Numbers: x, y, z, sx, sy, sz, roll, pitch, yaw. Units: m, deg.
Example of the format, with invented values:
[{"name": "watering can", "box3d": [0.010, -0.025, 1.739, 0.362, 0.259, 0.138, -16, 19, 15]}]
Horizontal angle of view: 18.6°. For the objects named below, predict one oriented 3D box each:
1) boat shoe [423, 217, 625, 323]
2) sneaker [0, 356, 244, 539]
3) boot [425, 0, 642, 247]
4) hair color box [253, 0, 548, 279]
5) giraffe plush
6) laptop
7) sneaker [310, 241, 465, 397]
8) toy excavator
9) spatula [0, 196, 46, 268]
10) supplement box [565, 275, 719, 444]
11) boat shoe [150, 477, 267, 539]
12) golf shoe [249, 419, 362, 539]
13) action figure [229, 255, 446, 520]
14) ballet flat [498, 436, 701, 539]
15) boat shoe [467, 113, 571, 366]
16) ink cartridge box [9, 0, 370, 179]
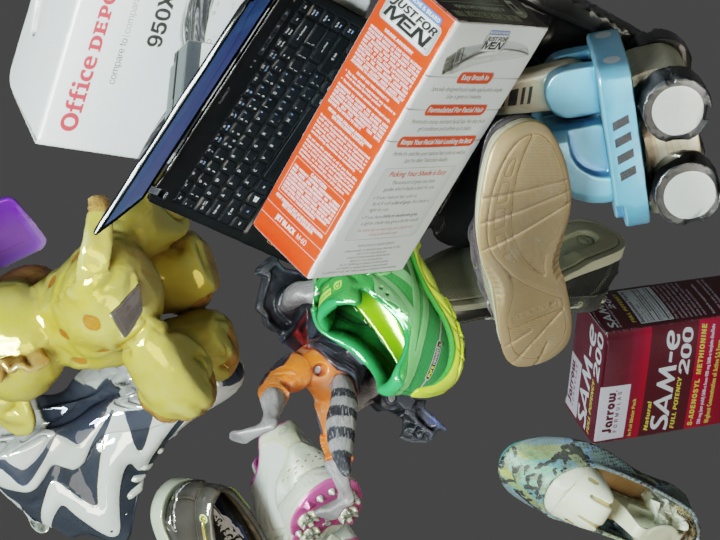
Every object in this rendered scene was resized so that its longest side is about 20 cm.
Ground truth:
[{"name": "boat shoe", "box3d": [0.114, 0.015, 1.637, 0.199, 0.072, 0.068, -13, 132, -37]}, {"name": "sneaker", "box3d": [-0.169, 0.133, 1.614, 0.198, 0.080, 0.130, -25, 132, -11]}, {"name": "boot", "box3d": [0.118, -0.101, 1.586, 0.164, 0.066, 0.201, 24, 104, -20]}, {"name": "hair color box", "box3d": [0.025, -0.094, 1.427, 0.111, 0.064, 0.201, -5, 133, -54]}, {"name": "giraffe plush", "box3d": [-0.197, 0.037, 1.502, 0.161, 0.200, 0.174, -18, 88, 19]}, {"name": "laptop", "box3d": [-0.057, -0.084, 1.401, 0.199, 0.103, 0.178, 24, 110, -35]}, {"name": "sneaker", "box3d": [0.000, 0.000, 1.532, 0.083, 0.201, 0.074, -14, 155, -46]}, {"name": "toy excavator", "box3d": [0.134, -0.115, 1.506, 0.199, 0.100, 0.196, -11, 116, 3]}, {"name": "spatula", "box3d": [-0.276, -0.073, 1.474, 0.056, 0.021, 0.201, -26, 126, 1]}, {"name": "supplement box", "box3d": [0.269, 0.066, 1.759, 0.199, 0.061, 0.109, -8, 123, -17]}, {"name": "boat shoe", "box3d": [-0.086, 0.242, 1.653, 0.072, 0.060, 0.202, -49, 121, -37]}, {"name": "golf shoe", "box3d": [-0.048, 0.191, 1.707, 0.075, 0.092, 0.201, -23, 150, -25]}, {"name": "action figure", "box3d": [0.004, 0.081, 1.598, 0.200, 0.104, 0.194, 37, 59, -26]}, {"name": "ballet flat", "box3d": [0.203, 0.189, 1.804, 0.199, 0.074, 0.075, 18, 112, -30]}, {"name": "boat shoe", "box3d": [0.104, -0.026, 1.505, 0.072, 0.065, 0.201, -21, 130, -13]}, {"name": "ink cartridge box", "box3d": [-0.114, -0.149, 1.453, 0.199, 0.084, 0.145, 7, 118, -26]}]
